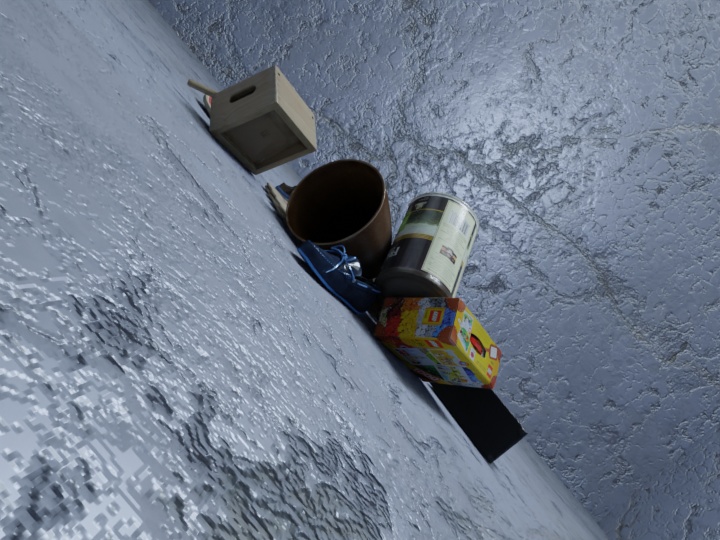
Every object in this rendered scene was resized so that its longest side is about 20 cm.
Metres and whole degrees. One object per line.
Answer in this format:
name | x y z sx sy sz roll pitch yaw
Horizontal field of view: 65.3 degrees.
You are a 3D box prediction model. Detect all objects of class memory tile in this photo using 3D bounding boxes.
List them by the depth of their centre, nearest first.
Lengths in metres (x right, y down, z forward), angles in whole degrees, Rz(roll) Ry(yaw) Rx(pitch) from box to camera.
memory tile | -0.133 -0.101 1.154 0.153 0.017 0.200 47 3 -30

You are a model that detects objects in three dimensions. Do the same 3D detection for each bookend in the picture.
bookend | 0.256 0.295 1.150 0.200 0.092 0.199 53 5 35

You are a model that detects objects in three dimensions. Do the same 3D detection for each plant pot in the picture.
plant pot | -0.014 -0.072 1.057 0.187 0.187 0.200 52 -4 38

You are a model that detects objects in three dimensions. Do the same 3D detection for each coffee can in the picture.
coffee can | 0.125 -0.024 1.043 0.146 0.201 0.147 17 -35 12

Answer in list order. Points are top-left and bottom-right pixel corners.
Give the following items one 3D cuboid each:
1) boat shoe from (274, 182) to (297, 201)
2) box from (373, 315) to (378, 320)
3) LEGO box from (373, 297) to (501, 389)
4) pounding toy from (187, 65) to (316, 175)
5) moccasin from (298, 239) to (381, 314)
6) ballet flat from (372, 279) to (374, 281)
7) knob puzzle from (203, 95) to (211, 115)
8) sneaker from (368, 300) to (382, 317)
boat shoe | -0.126 -0.162 1.298 0.200 0.072 0.072 41 -4 41
box | 0.129 0.100 1.211 0.200 0.137 0.038 43 -33 -14
LEGO box | 0.140 0.128 0.988 0.148 0.078 0.200 -2 -33 36
pounding toy | -0.222 -0.317 1.150 0.184 0.199 0.143 44 34 -54
moccasin | -0.031 -0.001 0.929 0.081 0.068 0.200 52 5 37
ballet flat | 0.000 0.000 1.349 0.200 0.072 0.072 51 4 33
knob puzzle | -0.314 -0.359 1.378 0.220 0.030 0.220 53 9 -12
sneaker | 0.090 0.094 1.123 0.199 0.072 0.113 18 -23 20
